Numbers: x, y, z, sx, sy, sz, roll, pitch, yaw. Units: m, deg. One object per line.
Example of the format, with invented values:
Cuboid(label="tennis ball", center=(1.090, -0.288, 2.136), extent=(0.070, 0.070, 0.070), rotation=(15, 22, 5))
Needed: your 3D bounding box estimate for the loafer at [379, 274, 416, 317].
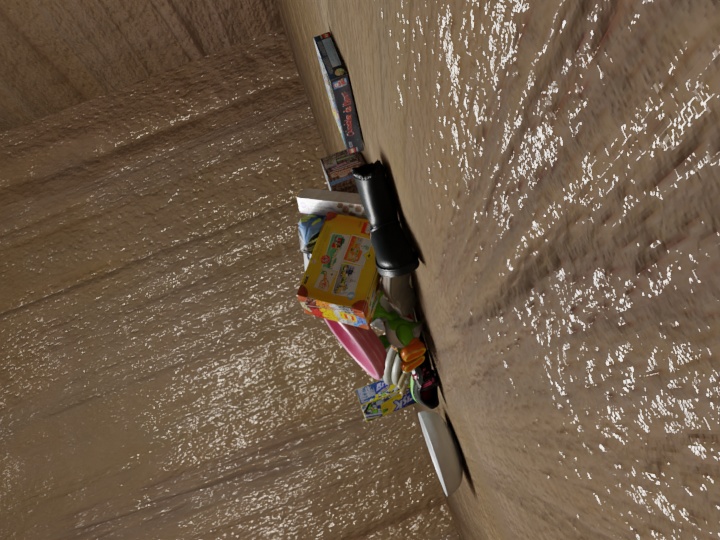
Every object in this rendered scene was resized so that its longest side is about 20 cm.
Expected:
Cuboid(label="loafer", center=(0.063, 0.025, 1.307), extent=(0.062, 0.072, 0.202), rotation=(29, 159, 27))

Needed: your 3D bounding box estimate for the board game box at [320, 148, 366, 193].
Cuboid(label="board game box", center=(-0.015, -0.171, 1.523), extent=(0.201, 0.094, 0.163), rotation=(-112, 3, -62))

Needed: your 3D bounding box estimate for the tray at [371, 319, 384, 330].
Cuboid(label="tray", center=(0.061, 0.129, 1.713), extent=(0.198, 0.023, 0.107), rotation=(23, -169, -48))

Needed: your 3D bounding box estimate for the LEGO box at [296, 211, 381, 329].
Cuboid(label="LEGO box", center=(-0.025, -0.004, 1.335), extent=(0.078, 0.144, 0.205), rotation=(71, -145, -60))

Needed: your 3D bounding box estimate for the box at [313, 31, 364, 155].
Cuboid(label="box", center=(-0.042, -0.357, 1.346), extent=(0.202, 0.037, 0.139), rotation=(74, 177, -55))

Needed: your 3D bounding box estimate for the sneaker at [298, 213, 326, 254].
Cuboid(label="sneaker", center=(-0.094, -0.079, 1.439), extent=(0.200, 0.069, 0.085), rotation=(-40, -37, -73))

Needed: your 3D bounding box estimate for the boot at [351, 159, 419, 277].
Cuboid(label="boot", center=(0.039, -0.094, 1.126), extent=(0.199, 0.071, 0.167), rotation=(-112, 6, -70))

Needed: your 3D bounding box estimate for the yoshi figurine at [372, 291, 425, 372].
Cuboid(label="yoshi figurine", center=(0.052, 0.118, 1.405), extent=(0.111, 0.113, 0.202), rotation=(10, -140, -52))

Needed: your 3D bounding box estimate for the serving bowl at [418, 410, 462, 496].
Cuboid(label="serving bowl", center=(0.201, 0.431, 1.591), extent=(0.200, 0.064, 0.206), rotation=(159, 91, -88))

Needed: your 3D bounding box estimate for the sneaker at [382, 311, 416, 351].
Cuboid(label="sneaker", center=(0.103, 0.163, 1.546), extent=(0.079, 0.075, 0.204), rotation=(-98, -7, -53))

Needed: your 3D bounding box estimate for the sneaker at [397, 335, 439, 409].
Cuboid(label="sneaker", center=(0.141, 0.225, 1.483), extent=(0.083, 0.076, 0.204), rotation=(35, 151, 56))

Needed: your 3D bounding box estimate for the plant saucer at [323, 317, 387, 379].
Cuboid(label="plant saucer", center=(-0.008, 0.143, 1.423), extent=(0.201, 0.050, 0.201), rotation=(48, 166, 15))

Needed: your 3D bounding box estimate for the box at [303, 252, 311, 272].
Cuboid(label="box", center=(-0.078, -0.017, 1.528), extent=(0.200, 0.058, 0.120), rotation=(-132, 36, -57))

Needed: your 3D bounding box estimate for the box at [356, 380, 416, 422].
Cuboid(label="box", center=(0.092, 0.324, 1.749), extent=(0.065, 0.194, 0.071), rotation=(-113, 3, -55))

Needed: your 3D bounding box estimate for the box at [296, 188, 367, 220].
Cuboid(label="box", center=(-0.041, -0.138, 1.385), extent=(0.042, 0.194, 0.040), rotation=(-54, -38, -43))

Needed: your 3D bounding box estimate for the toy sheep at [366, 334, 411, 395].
Cuboid(label="toy sheep", center=(0.085, 0.233, 1.700), extent=(0.139, 0.195, 0.141), rotation=(-52, -26, -39))
